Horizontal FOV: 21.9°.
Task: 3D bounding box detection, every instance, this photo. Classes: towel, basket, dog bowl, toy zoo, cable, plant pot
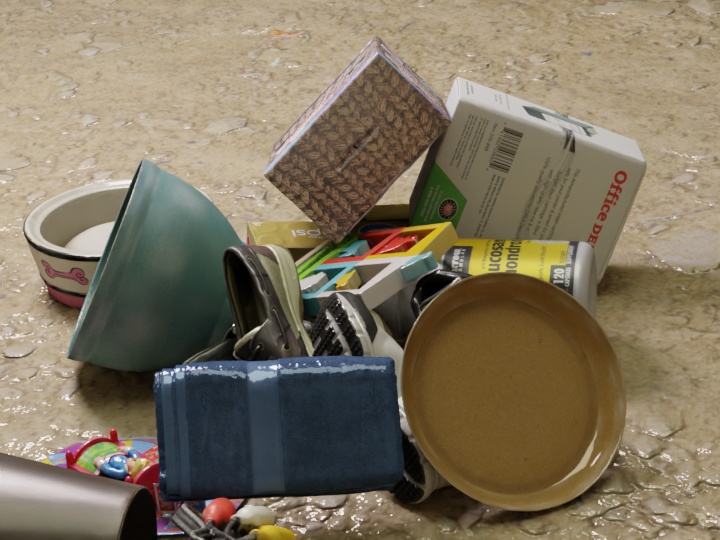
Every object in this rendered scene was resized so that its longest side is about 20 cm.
[{"bbox_3d":[-0.065,0.126,1.491,0.199,0.112,0.049,-3,-6,2],"label":"towel"},{"bbox_3d":[-0.262,0.207,1.390,0.199,0.136,0.181,4,39,9],"label":"basket"},{"bbox_3d":[-0.249,-0.025,1.943,0.199,0.074,0.200,-3,25,1],"label":"dog bowl"},{"bbox_3d":[0.000,0.000,1.682,0.200,0.021,0.131,-5,25,48],"label":"toy zoo"},{"bbox_3d":[-0.104,0.191,1.387,0.097,0.050,0.200,25,-6,11],"label":"cable"},{"bbox_3d":[-0.179,0.012,1.748,0.134,0.201,0.200,21,24,-9],"label":"plant pot"},{"bbox_3d":[0.123,0.101,1.527,0.199,0.201,0.027,-15,-11,-22],"label":"plant pot"}]

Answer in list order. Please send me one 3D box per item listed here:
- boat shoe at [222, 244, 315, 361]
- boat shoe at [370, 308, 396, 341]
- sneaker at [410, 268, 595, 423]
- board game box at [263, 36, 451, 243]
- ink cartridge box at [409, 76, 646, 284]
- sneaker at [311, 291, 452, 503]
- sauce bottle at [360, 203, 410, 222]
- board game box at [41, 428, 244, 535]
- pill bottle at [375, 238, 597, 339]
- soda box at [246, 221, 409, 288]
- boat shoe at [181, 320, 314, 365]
[{"bbox_3d":[-0.081,0.067,1.623,0.066,0.072,0.201,6,58,-34],"label":"boat shoe"},{"bbox_3d":[-0.005,0.085,1.672,0.076,0.072,0.200,-13,27,-17],"label":"boat shoe"},{"bbox_3d":[0.114,0.071,1.590,0.199,0.076,0.114,47,7,26],"label":"sneaker"},{"bbox_3d":[-0.003,-0.132,1.813,0.159,0.097,0.200,-46,8,8],"label":"board game box"},{"bbox_3d":[0.164,-0.085,1.845,0.199,0.146,0.084,19,19,-6],"label":"ink cartridge box"},{"bbox_3d":[0.027,0.103,1.568,0.080,0.074,0.200,-12,63,-37],"label":"sneaker"},{"bbox_3d":[0.080,-0.038,1.926,0.199,0.065,0.065,-1,24,-10],"label":"sauce bottle"},{"bbox_3d":[-0.192,0.165,1.565,0.199,0.039,0.158,-3,25,2],"label":"board game box"},{"bbox_3d":[0.117,0.026,1.729,0.199,0.112,0.112,1,26,12],"label":"pill bottle"},{"bbox_3d":[-0.013,-0.008,1.846,0.199,0.064,0.068,-1,25,-13],"label":"soda box"},{"bbox_3d":[-0.093,0.080,1.693,0.072,0.071,0.200,9,25,28],"label":"boat shoe"}]
